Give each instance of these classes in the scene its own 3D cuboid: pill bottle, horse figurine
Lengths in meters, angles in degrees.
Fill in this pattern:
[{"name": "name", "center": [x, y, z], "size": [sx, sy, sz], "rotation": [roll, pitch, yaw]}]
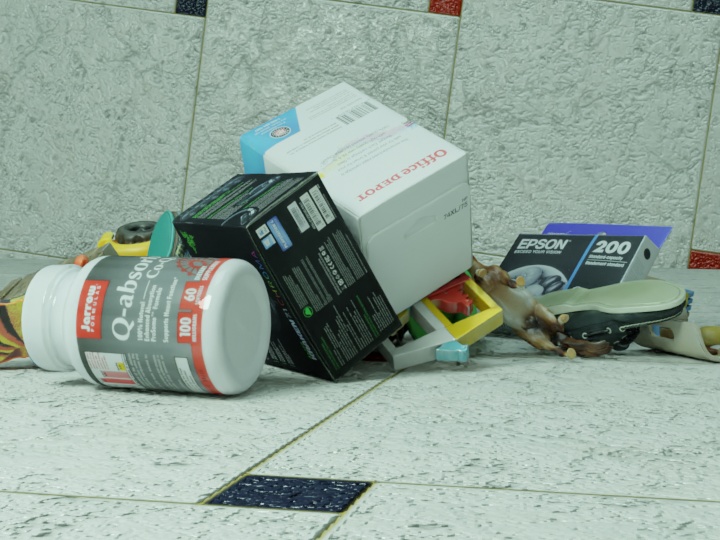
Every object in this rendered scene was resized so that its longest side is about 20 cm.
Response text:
[{"name": "pill bottle", "center": [-0.188, 0.046, 1.171], "size": [0.197, 0.118, 0.116], "rotation": [1, 3, 21]}, {"name": "horse figurine", "center": [0.176, 0.038, 1.445], "size": [0.199, 0.050, 0.133], "rotation": [39, -5, -7]}]

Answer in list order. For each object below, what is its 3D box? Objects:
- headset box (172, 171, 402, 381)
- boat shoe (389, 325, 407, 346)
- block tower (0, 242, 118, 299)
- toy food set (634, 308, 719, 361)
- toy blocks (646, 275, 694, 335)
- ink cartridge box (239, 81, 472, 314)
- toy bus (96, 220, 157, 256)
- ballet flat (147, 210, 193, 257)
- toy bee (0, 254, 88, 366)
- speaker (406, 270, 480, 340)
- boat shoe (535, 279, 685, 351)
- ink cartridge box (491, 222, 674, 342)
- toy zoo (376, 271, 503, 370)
[{"name": "headset box", "center": [-0.078, 0.001, 1.300], "size": [0.092, 0.175, 0.199], "rotation": [-37, 20, -22]}, {"name": "boat shoe", "center": [0.014, 0.070, 1.491], "size": [0.063, 0.073, 0.199], "rotation": [48, 17, 20]}, {"name": "block tower", "center": [-0.321, 0.027, 1.423], "size": [0.198, 0.058, 0.054], "rotation": [-15, 27, 38]}, {"name": "toy food set", "center": [0.415, 0.062, 1.491], "size": [0.197, 0.061, 0.143], "rotation": [-1, 3, -21]}, {"name": "toy blocks", "center": [0.363, 0.041, 1.722], "size": [0.135, 0.101, 0.199], "rotation": [15, 10, 25]}, {"name": "ink cartridge box", "center": [-0.002, -0.071, 1.379], "size": [0.146, 0.147, 0.199], "rotation": [-30, 44, -27]}, {"name": "toy bus", "center": [-0.210, 0.034, 1.470], "size": [0.197, 0.138, 0.192], "rotation": [-1, 19, 7]}, {"name": "ballet flat", "center": [-0.185, 0.019, 1.356], "size": [0.073, 0.075, 0.201], "rotation": [0, 41, -1]}, {"name": "toy bee", "center": [-0.300, 0.040, 1.321], "size": [0.198, 0.110, 0.130], "rotation": [-3, 5, -33]}, {"name": "speaker", "center": [0.104, 0.044, 1.532], "size": [0.087, 0.090, 0.200], "rotation": [1, 3, 11]}, {"name": "boat shoe", "center": [0.275, 0.057, 1.472], "size": [0.198, 0.067, 0.074], "rotation": [-9, 18, 39]}, {"name": "ink cartridge box", "center": [0.263, 0.000, 1.662], "size": [0.197, 0.044, 0.201], "rotation": [3, 47, 43]}, {"name": "toy zoo", "center": [0.057, 0.034, 1.377], "size": [0.130, 0.021, 0.200], "rotation": [-21, 41, -20]}]
